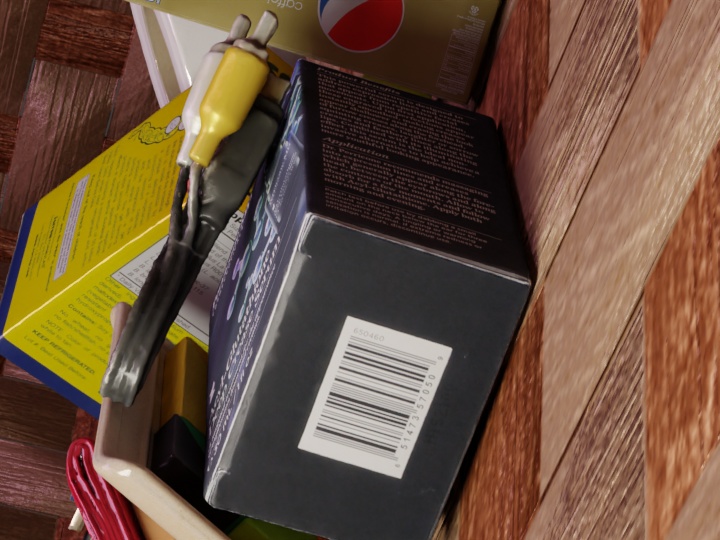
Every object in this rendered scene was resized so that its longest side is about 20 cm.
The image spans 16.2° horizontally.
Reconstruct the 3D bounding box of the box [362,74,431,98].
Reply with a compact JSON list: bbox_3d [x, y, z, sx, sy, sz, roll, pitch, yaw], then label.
[{"bbox_3d":[0.000,0.000,1.435,0.122,0.047,0.201,111,169,-50],"label":"box"}]

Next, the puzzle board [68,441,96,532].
[{"bbox_3d":[-0.135,0.056,1.592,0.151,0.017,0.201,-94,29,-82],"label":"puzzle board"}]

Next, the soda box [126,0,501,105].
[{"bbox_3d":[-0.030,-0.148,1.325,0.068,0.199,0.064,-109,37,-77],"label":"soda box"}]

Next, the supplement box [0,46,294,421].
[{"bbox_3d":[-0.091,-0.013,1.371,0.200,0.109,0.110,-33,34,35],"label":"supplement box"}]

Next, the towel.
[{"bbox_3d":[-0.083,0.179,1.253,0.145,0.022,0.200,64,-177,35],"label":"towel"}]

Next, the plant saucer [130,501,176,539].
[{"bbox_3d":[-0.058,0.164,1.274,0.201,0.037,0.200,61,-179,-2],"label":"plant saucer"}]

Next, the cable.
[{"bbox_3d":[-0.087,-0.026,1.190,0.201,0.050,0.097,-63,6,-22],"label":"cable"}]

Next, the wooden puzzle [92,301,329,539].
[{"bbox_3d":[-0.049,0.105,1.211,0.037,0.185,0.200,-44,18,11],"label":"wooden puzzle"}]

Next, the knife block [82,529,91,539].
[{"bbox_3d":[-0.123,0.103,1.601,0.064,0.174,0.201,-72,-38,-52],"label":"knife block"}]

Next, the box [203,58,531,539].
[{"bbox_3d":[-0.001,0.013,1.180,0.200,0.106,0.149,-95,23,-66],"label":"box"}]

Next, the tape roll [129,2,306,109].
[{"bbox_3d":[-0.083,-0.128,1.493,0.202,0.070,0.204,162,90,-82],"label":"tape roll"}]
